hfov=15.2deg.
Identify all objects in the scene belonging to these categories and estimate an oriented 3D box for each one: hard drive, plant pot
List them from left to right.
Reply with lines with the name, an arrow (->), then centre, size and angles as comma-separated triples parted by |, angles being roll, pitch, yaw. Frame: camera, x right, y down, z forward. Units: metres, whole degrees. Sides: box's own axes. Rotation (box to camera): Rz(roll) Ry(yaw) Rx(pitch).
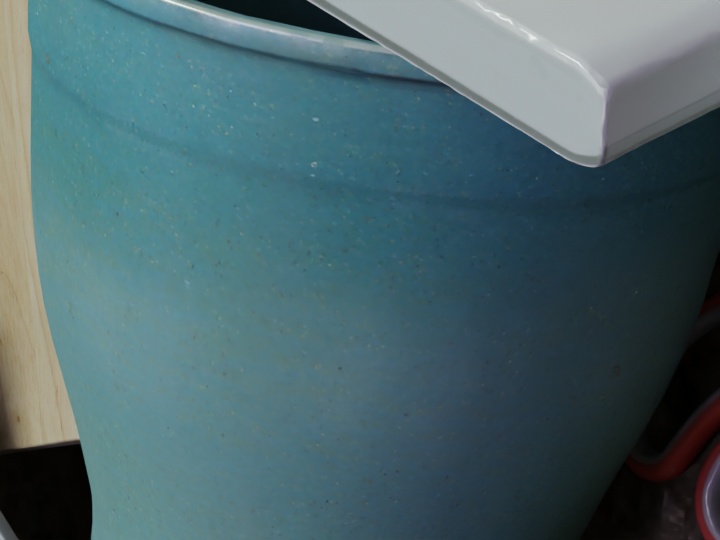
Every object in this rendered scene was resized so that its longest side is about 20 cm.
plant pot -> 0.000, 0.000, 0.727 | 0.200, 0.200, 0.189 | 27, 118, 39
hard drive -> 0.081, -0.096, 0.644 | 0.132, 0.200, 0.026 | 35, 138, 37

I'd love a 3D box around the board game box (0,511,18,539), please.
board game box -> -0.167, 0.110, 0.920 | 0.200, 0.026, 0.200 | -21, 103, 44

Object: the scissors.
scissors -> 0.139, 0.003, 0.711 | 0.200, 0.014, 0.073 | -50, 57, 32

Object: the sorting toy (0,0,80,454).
sorting toy -> -0.111, -0.040, 0.904 | 0.198, 0.069, 0.201 | -10, 84, 42
